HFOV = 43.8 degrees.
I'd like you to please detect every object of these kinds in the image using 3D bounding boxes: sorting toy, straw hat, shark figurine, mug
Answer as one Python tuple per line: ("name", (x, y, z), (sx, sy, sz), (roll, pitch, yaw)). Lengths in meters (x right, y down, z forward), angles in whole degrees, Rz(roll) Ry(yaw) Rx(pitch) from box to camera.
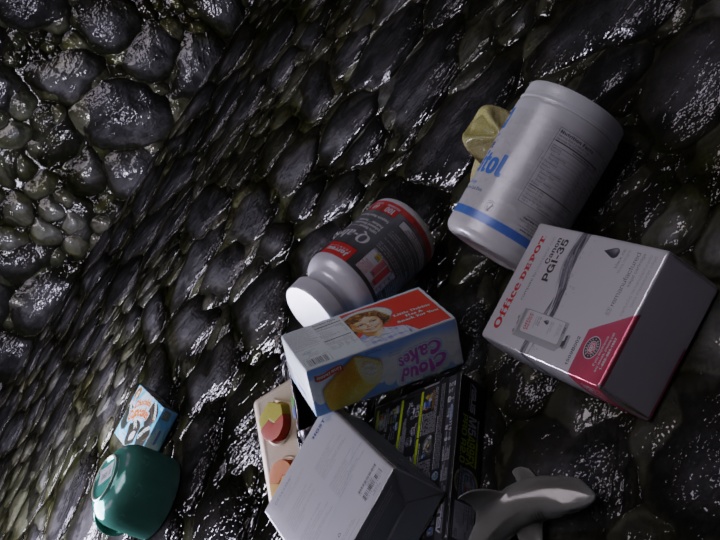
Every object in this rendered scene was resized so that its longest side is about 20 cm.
("sorting toy", (-0.086, 0.237, 1.247), (0.200, 0.036, 0.186), (-37, 55, 39))
("straw hat", (0.184, -0.176, 1.204), (0.201, 0.085, 0.202), (-40, 33, 32))
("shark figurine", (0.122, 0.261, 0.883), (0.215, 0.089, 0.128), (-54, 26, 7))
("mug", (-0.422, 0.408, 1.619), (0.186, 0.114, 0.152), (-62, 27, -6))

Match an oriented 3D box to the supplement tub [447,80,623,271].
("supplement tub", (0.204, -0.104, 1.054), (0.201, 0.131, 0.132), (-60, 27, 0))

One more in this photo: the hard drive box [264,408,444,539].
("hard drive box", (-0.014, 0.264, 1.019), (0.157, 0.077, 0.200), (-60, 27, 0))

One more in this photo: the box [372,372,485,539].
("box", (0.069, 0.235, 1.040), (0.160, 0.044, 0.201), (-32, 38, 43))

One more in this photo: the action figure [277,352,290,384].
("action figure", (-0.051, 0.115, 1.324), (0.199, 0.070, 0.130), (-17, 31, 42))

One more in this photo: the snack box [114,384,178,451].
("snack box", (-0.439, 0.313, 1.826), (0.200, 0.037, 0.117), (13, 75, 62))

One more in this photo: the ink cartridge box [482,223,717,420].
("ink cartridge box", (0.233, 0.045, 0.909), (0.147, 0.082, 0.200), (-62, 27, -3))

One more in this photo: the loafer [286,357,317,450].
("loafer", (-0.063, 0.197, 1.169), (0.072, 0.063, 0.201), (-27, 61, 34))

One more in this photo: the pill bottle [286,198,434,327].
("pill bottle", (0.000, 0.000, 1.234), (0.200, 0.116, 0.116), (-42, 19, -28))

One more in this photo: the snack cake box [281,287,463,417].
("snack cake box", (0.013, 0.098, 1.120), (0.199, 0.068, 0.115), (-18, 22, -14))
